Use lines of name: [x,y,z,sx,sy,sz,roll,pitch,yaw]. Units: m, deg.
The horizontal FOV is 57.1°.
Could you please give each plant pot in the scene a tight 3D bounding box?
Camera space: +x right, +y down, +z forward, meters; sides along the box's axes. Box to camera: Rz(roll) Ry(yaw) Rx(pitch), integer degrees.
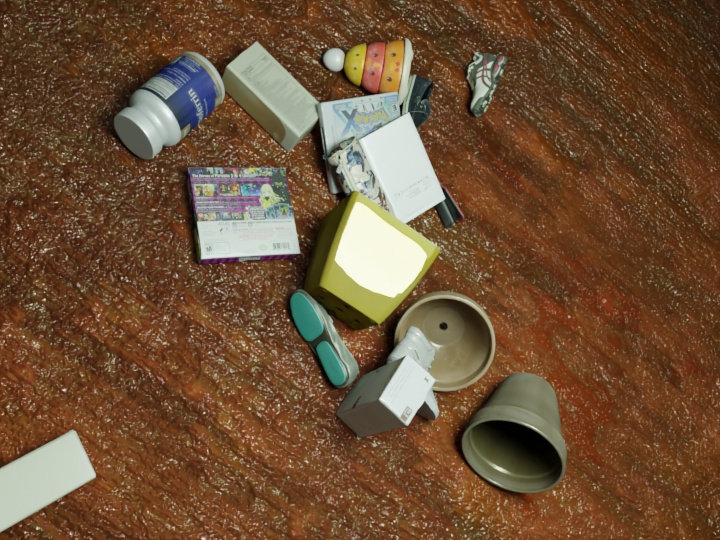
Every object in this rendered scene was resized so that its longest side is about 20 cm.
plant pot: [0.000,0.000,1.259,0.198,0.200,0.179,32,72,-12]
plant pot: [0.166,0.129,1.319,0.200,0.201,0.093,39,17,-8]
plant pot: [0.318,0.304,1.312,0.200,0.200,0.174,42,43,-6]

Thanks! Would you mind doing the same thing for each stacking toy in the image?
stacking toy: [0.012,-0.455,1.484,0.196,0.147,0.149,7,67,-4]

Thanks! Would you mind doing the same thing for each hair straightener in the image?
hair straightener: [0.155,-0.185,1.482,0.076,0.041,0.203,-29,91,-31]

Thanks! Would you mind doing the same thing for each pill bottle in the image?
pill bottle: [-0.354,-0.305,1.230,0.115,0.116,0.201,41,60,-7]

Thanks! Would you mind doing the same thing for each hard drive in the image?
hard drive: [0.088,-0.214,1.416,0.131,0.027,0.203,-30,106,-15]

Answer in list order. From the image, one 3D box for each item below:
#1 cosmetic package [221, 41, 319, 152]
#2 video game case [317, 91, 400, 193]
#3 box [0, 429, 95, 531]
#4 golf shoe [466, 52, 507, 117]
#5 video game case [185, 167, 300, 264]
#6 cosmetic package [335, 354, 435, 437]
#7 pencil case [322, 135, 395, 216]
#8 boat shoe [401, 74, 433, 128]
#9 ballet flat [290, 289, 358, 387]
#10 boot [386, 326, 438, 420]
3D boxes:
cosmetic package: [-0.180,-0.355,1.361,0.200,0.071,0.105,44,58,-6]
video game case: [0.008,-0.274,1.409,0.197,0.022,0.186,-17,107,-31]
box: [-0.493,0.317,0.954,0.198,0.068,0.083,-25,84,-32]
golf shoe: [0.298,-0.465,1.654,0.087,0.078,0.202,22,58,5]
video game case: [-0.224,-0.108,1.267,0.196,0.036,0.185,-5,74,-28]
cosmetic package: [0.040,0.227,1.178,0.074,0.200,0.102,41,59,-5]
pencil case: [0.001,-0.166,1.347,0.202,0.077,0.090,62,36,-16]
boat shoe: [0.129,-0.366,1.516,0.061,0.075,0.203,9,60,9]
ballet flat: [-0.068,0.125,1.254,0.063,0.067,0.202,-22,82,-59]
boot: [0.119,0.196,1.258,0.096,0.073,0.201,-54,138,-26]
